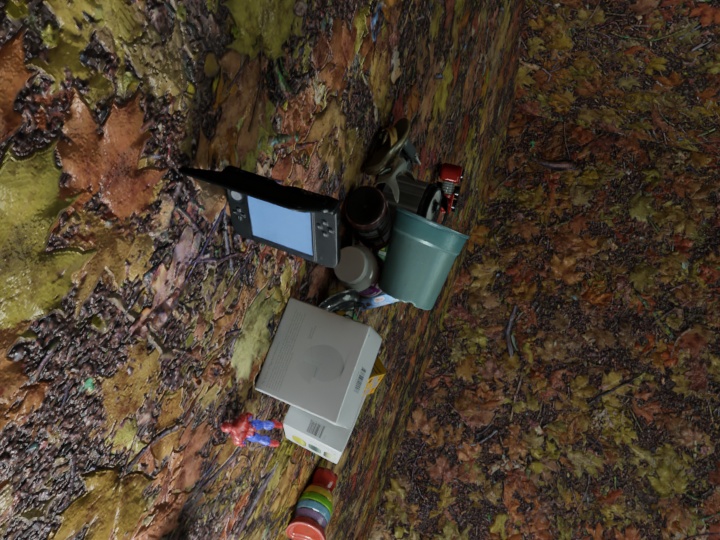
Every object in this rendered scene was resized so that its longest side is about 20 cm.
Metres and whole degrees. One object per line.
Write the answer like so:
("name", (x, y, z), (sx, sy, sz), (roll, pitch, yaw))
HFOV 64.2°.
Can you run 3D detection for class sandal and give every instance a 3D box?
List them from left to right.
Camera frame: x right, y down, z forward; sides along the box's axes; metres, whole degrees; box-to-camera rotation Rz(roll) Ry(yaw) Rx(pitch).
("sandal", (0.064, -0.320, 1.430), (0.054, 0.079, 0.202), (49, 60, -27))

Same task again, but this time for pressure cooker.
("pressure cooker", (0.143, -0.161, 1.582), (0.178, 0.194, 0.182), (-19, 124, -69))

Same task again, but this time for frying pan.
("frying pan", (-0.048, 0.095, 1.413), (0.112, 0.032, 0.191), (-27, 159, -1))

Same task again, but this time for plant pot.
("plant pot", (0.141, -0.025, 1.389), (0.202, 0.195, 0.199), (-70, 162, 7))

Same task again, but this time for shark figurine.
("shark figurine", (0.101, -0.241, 1.427), (0.129, 0.089, 0.215), (-48, -169, 11))

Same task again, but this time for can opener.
("can opener", (0.131, -0.328, 1.632), (0.200, 0.051, 0.069), (37, 72, -71))

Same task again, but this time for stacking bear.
("stacking bear", (-0.126, 0.674, 1.674), (0.202, 0.118, 0.116), (-67, 171, -48))

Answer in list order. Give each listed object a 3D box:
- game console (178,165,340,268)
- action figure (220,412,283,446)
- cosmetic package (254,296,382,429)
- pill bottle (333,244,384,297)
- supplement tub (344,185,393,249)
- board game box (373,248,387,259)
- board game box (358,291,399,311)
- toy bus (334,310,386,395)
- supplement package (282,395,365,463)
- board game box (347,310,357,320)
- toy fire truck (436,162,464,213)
("game console", (-0.136, -0.071, 0.812), (0.117, 0.194, 0.180), (-53, 154, -42))
("action figure", (-0.221, 0.322, 1.152), (0.200, 0.050, 0.068), (47, 56, -64))
("cosmetic package", (-0.084, 0.193, 1.202), (0.205, 0.194, 0.123), (-68, 160, -12))
("pill bottle", (0.000, 0.000, 1.431), (0.200, 0.109, 0.116), (26, 82, -72))
("supplement tub", (0.030, -0.121, 1.425), (0.200, 0.104, 0.110), (57, 53, -68))
("board game box", (0.068, -0.030, 1.756), (0.199, 0.023, 0.108), (12, 96, -73))
("board game box", (0.095, 0.030, 1.562), (0.153, 0.194, 0.037), (-79, 146, -56))
("toy bus", (-0.022, 0.184, 1.310), (0.077, 0.201, 0.066), (-2, 133, -45))
("supplement package", (-0.084, 0.340, 1.352), (0.201, 0.148, 0.154), (102, 13, -65))
("board game box", (-0.044, 0.153, 1.552), (0.202, 0.023, 0.107), (75, 35, -58))
("toy fire truck", (0.304, -0.303, 2.113), (0.200, 0.124, 0.182), (-45, 148, -74))
